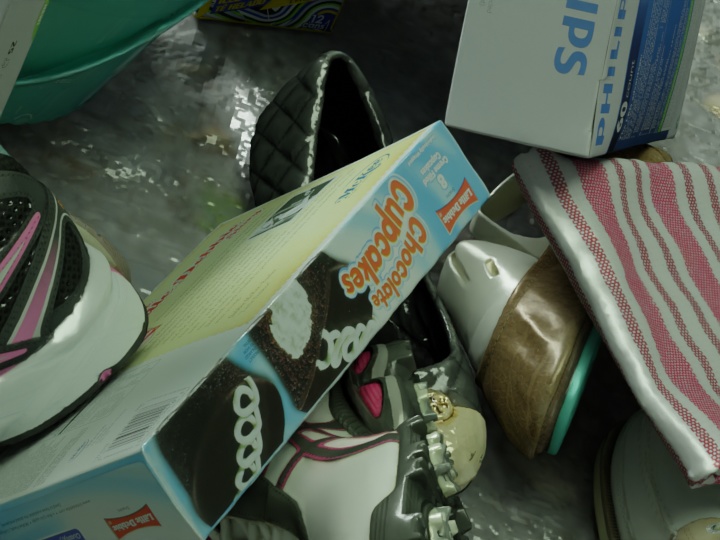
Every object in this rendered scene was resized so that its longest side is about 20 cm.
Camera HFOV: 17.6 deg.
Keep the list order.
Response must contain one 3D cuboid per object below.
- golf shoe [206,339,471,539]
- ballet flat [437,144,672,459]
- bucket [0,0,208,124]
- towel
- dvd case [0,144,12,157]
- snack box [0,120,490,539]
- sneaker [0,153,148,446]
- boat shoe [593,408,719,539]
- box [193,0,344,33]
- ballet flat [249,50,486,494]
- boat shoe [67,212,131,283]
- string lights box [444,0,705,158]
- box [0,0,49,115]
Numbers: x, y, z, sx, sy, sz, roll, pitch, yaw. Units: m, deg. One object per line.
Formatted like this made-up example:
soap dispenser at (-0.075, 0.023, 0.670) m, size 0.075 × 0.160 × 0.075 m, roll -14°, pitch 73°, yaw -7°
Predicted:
golf shoe at (-0.007, 0.084, 0.718) m, size 0.087 × 0.078 × 0.200 m, roll -17°, pitch 11°, yaw -1°
ballet flat at (0.073, 0.000, 0.923) m, size 0.072 × 0.068 × 0.200 m, roll 26°, pitch 39°, yaw 6°
bucket at (-0.133, -0.165, 0.895) m, size 0.206 × 0.135 × 0.208 m, roll 28°, pitch 38°, yaw -24°
towel at (0.154, 0.013, 0.902) m, size 0.199 × 0.030 × 0.147 m, roll 1°, pitch 51°, yaw -47°
dvd case at (-0.125, 0.047, 0.810) m, size 0.145 × 0.022 × 0.200 m, roll -24°, pitch 63°, yaw -40°
snack box at (-0.048, 0.029, 0.765) m, size 0.037 × 0.116 × 0.200 m, roll 56°, pitch 42°, yaw -13°
sneaker at (-0.165, 0.037, 0.710) m, size 0.200 × 0.087 × 0.080 m, roll -44°, pitch 34°, yaw -25°
boat shoe at (0.142, 0.121, 0.835) m, size 0.074 × 0.069 × 0.201 m, roll 2°, pitch 48°, yaw -25°
box at (-0.053, -0.200, 1.055) m, size 0.070 × 0.064 × 0.201 m, roll 4°, pitch 48°, yaw -23°
ballet flat at (0.000, 0.000, 0.891) m, size 0.066 × 0.057 × 0.201 m, roll -2°, pitch 50°, yaw -26°
boat shoe at (-0.173, -0.002, 0.778) m, size 0.199 × 0.076 × 0.072 m, roll 15°, pitch 76°, yaw -25°
string lights box at (0.094, -0.104, 0.924) m, size 0.059 × 0.104 × 0.200 m, roll 14°, pitch 9°, yaw 15°
box at (-0.156, -0.161, 0.767) m, size 0.155 × 0.201 × 0.041 m, roll 30°, pitch 19°, yaw 11°
